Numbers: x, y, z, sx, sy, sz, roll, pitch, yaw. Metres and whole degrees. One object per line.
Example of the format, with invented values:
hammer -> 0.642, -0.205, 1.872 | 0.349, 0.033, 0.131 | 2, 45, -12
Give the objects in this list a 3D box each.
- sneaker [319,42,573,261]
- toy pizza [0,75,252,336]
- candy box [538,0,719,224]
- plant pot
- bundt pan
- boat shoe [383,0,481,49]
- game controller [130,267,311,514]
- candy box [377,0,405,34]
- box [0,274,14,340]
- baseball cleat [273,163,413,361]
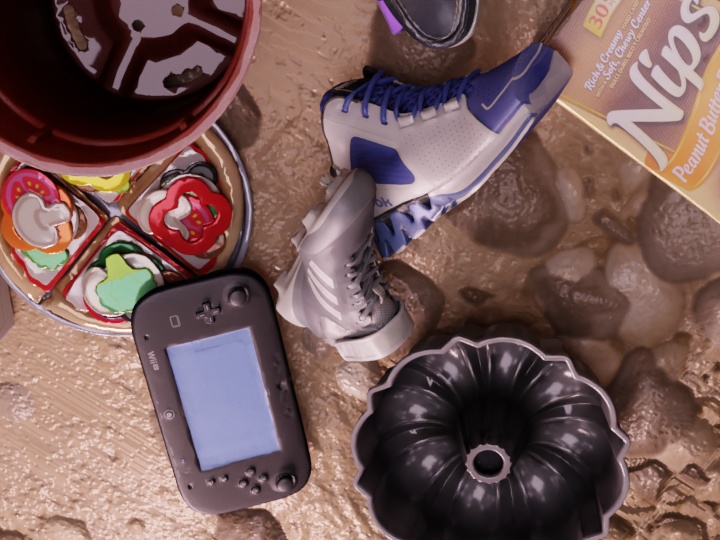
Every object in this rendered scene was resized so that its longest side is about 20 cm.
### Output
sneaker -> 0.035, -0.095, 0.903 | 0.115, 0.081, 0.199 | 45, 136, -3
toy pizza -> -0.178, -0.041, 0.986 | 0.200, 0.032, 0.200 | -1, 111, -2
candy box -> 0.220, -0.120, 0.898 | 0.200, 0.055, 0.115 | 35, 113, -6
plant pot -> -0.149, -0.170, 0.846 | 0.200, 0.195, 0.201 | 0, 101, 2
bundt pan -> 0.096, 0.125, 1.003 | 0.202, 0.076, 0.202 | 3, 111, 8
boat shoe -> 0.024, -0.223, 0.806 | 0.075, 0.062, 0.200 | -10, 111, 11
game controller -> -0.102, 0.093, 1.021 | 0.104, 0.042, 0.200 | -18, 116, -12
candy box -> 0.079, -0.267, 0.851 | 0.200, 0.072, 0.168 | -21, 107, 17
box -> -0.335, -0.031, 0.992 | 0.112, 0.101, 0.200 | 0, 112, 8
baseball cleat -> 0.000, 0.000, 0.930 | 0.106, 0.200, 0.070 | 36, 68, 3
